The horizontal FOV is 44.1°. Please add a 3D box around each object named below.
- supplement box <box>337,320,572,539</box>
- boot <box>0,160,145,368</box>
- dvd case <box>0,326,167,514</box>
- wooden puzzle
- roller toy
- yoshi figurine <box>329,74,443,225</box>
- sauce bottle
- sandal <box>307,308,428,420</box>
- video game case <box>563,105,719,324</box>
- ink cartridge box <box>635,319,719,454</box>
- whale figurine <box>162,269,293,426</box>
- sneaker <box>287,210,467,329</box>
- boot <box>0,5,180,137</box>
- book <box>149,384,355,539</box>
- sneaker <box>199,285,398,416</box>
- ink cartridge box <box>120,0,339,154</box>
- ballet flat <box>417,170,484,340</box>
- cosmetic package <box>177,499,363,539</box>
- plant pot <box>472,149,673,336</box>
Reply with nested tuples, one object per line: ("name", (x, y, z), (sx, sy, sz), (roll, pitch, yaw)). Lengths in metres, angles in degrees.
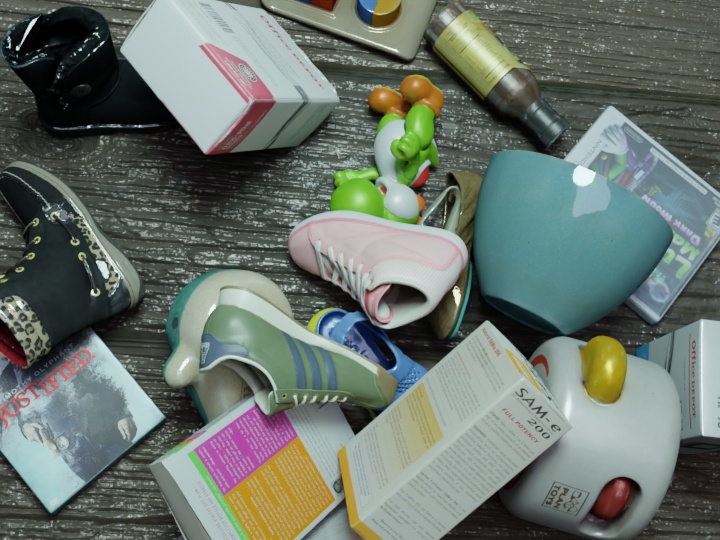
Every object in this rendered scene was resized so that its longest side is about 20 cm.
("supplement box", (0.079, 0.155, 0.809), (0.200, 0.126, 0.074), (-42, 109, 9))
("boot", (-0.332, -0.007, 0.887), (0.200, 0.073, 0.151), (48, 47, 0))
("dvd case", (-0.316, 0.122, 0.904), (0.146, 0.022, 0.200), (-39, 81, -15))
("wooden puzzle", (0.002, -0.367, 1.069), (0.199, 0.046, 0.186), (21, 73, -1))
("roller toy", (0.214, 0.163, 0.873), (0.139, 0.200, 0.183), (17, 79, -2))
("yoshi figurine", (0.022, -0.115, 0.976), (0.111, 0.112, 0.201), (8, 75, 12))
("sauce bottle", (0.162, -0.226, 1.042), (0.065, 0.065, 0.200), (-41, 85, -16))
("sandal", (0.027, 0.110, 0.919), (0.200, 0.087, 0.080), (37, 72, 2))
("video game case", (0.316, -0.068, 1.037), (0.200, 0.023, 0.182), (41, 74, 5))
("ink cartridge box", (0.347, 0.118, 0.896), (0.066, 0.200, 0.116), (7, 73, -4))
("whale figurine", (-0.139, 0.098, 0.901), (0.159, 0.104, 0.201), (-2, 96, -46))
("sneaker", (0.000, 0.000, 0.903), (0.199, 0.076, 0.105), (7, 41, 23))
("boot", (-0.255, -0.208, 0.928), (0.199, 0.168, 0.077), (-11, 76, -11))
("book", (-0.085, 0.184, 0.832), (0.200, 0.048, 0.134), (-31, 95, -45))
("sneaker", (-0.063, 0.101, 0.831), (0.200, 0.067, 0.090), (33, 62, -18))
("ink cartridge box", (-0.128, -0.203, 0.927), (0.085, 0.200, 0.146), (-43, 82, 26))
("ballet flat", (0.092, -0.025, 0.969), (0.072, 0.068, 0.201), (24, 70, -15))
("cosmetic package", (-0.070, 0.274, 0.858), (0.199, 0.083, 0.051), (-13, 112, -10))
("plant pot", (0.193, -0.013, 0.903), (0.200, 0.200, 0.135), (28, 83, 1))
